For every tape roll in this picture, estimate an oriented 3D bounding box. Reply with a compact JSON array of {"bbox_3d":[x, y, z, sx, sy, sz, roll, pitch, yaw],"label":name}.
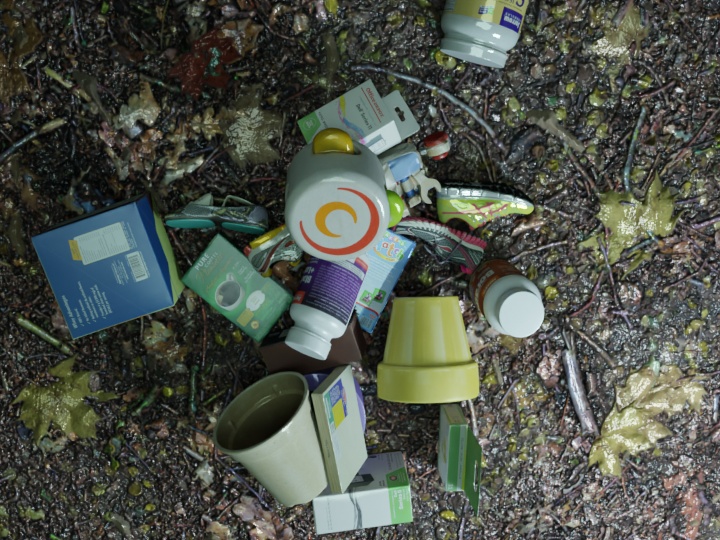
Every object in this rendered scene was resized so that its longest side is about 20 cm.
[{"bbox_3d":[-0.088,0.289,1.464,0.195,0.085,0.205,-1,104,-3],"label":"tape roll"}]

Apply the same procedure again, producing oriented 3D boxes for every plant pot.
[{"bbox_3d":[-0.142,0.326,1.342,0.198,0.201,0.186,-28,114,3],"label":"plant pot"},{"bbox_3d":[0.128,0.146,1.397,0.196,0.201,0.194,-2,89,-3],"label":"plant pot"}]

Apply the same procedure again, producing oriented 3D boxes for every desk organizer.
[{"bbox_3d":[-0.092,0.149,1.415,0.196,0.072,0.078,-16,106,14],"label":"desk organizer"}]

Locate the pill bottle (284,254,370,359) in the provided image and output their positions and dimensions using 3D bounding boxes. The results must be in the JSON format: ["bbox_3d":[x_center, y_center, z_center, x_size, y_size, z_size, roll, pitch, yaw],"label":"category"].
[{"bbox_3d":[-0.064,0.053,1.322,0.110,0.111,0.204,24,74,-9],"label":"pill bottle"}]

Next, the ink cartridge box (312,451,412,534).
[{"bbox_3d":[-0.001,0.451,1.475,0.195,0.146,0.086,-6,104,-3],"label":"ink cartridge box"}]

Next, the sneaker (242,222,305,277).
[{"bbox_3d":[-0.121,-0.056,1.376,0.197,0.078,0.083,-29,89,4],"label":"sneaker"}]

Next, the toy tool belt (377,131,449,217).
[{"bbox_3d":[0.086,-0.167,1.353,0.196,0.125,0.125,-21,116,4],"label":"toy tool belt"}]

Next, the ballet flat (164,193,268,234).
[{"bbox_3d":[-0.271,-0.110,1.375,0.195,0.072,0.074,5,103,-5],"label":"ballet flat"}]

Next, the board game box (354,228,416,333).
[{"bbox_3d":[0.000,0.000,1.426,0.149,0.037,0.203,26,101,-9],"label":"board game box"}]

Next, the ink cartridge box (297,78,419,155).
[{"bbox_3d":[-0.003,-0.265,1.318,0.197,0.067,0.118,-29,60,3],"label":"ink cartridge box"}]

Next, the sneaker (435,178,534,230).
[{"bbox_3d":[0.238,-0.122,1.400,0.195,0.078,0.092,6,111,1],"label":"sneaker"}]

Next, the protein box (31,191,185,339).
[{"bbox_3d":[-0.460,-0.013,1.342,0.196,0.135,0.203,-18,104,1],"label":"protein box"}]

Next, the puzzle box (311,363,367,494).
[{"bbox_3d":[-0.037,0.295,1.361,0.025,0.133,0.205,-4,105,24],"label":"puzzle box"}]

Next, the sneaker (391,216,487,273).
[{"bbox_3d":[0.150,-0.053,1.389,0.196,0.081,0.076,19,95,-15],"label":"sneaker"}]

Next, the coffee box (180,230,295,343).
[{"bbox_3d":[-0.237,0.032,1.414,0.199,0.044,0.124,39,97,-12],"label":"coffee box"}]

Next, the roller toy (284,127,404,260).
[{"bbox_3d":[-0.043,-0.127,1.237,0.181,0.141,0.199,-36,124,24],"label":"roller toy"}]

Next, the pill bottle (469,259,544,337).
[{"bbox_3d":[0.279,0.054,1.372,0.109,0.200,0.115,-1,103,-4],"label":"pill bottle"}]

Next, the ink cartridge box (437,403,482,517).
[{"bbox_3d":[0.195,0.375,1.442,0.047,0.200,0.149,0,103,-4],"label":"ink cartridge box"}]

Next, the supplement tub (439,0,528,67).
[{"bbox_3d":[0.223,-0.476,1.272,0.142,0.146,0.204,13,102,-7],"label":"supplement tub"}]
